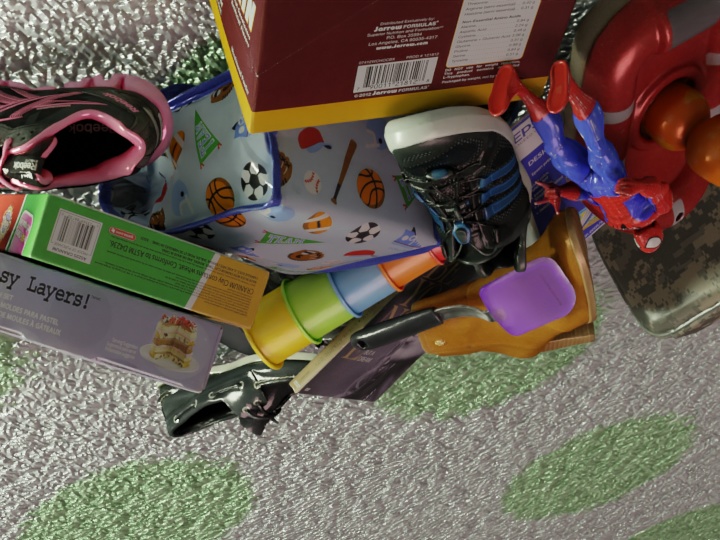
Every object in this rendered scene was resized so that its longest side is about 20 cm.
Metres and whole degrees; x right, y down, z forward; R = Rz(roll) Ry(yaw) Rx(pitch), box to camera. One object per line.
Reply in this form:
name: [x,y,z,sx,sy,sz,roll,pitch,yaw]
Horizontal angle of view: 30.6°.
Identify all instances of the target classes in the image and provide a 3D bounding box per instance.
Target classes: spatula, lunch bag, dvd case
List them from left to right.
lunch bag: [-0.066,-0.063,0.930,0.169,0.126,0.199,14,158,-41]
dvd case: [0.045,0.038,1.110,0.200,0.016,0.148,-46,155,14]
spatula: [0.070,0.035,0.994,0.198,0.021,0.057,-16,126,38]
lunch bag: [0.324,-0.039,1.161,0.199,0.141,0.167,-39,161,32]

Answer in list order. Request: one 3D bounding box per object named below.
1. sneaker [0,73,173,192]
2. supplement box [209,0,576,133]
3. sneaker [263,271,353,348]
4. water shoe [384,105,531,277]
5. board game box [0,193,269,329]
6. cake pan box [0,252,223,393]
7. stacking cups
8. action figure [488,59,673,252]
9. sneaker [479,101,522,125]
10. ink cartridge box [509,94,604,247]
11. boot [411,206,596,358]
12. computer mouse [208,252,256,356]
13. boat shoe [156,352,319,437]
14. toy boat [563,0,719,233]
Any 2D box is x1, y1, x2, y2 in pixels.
sneaker: [-0.219,-0.078,0.831,0.197,0.096,0.080,-9,115,-2]
supplement box: [0.020,-0.205,0.756,0.194,0.134,0.201,-9,147,-16]
sneaker: [-0.017,0.048,1.141,0.198,0.075,0.083,3,126,-40]
water shoe: [0.075,-0.047,0.857,0.071,0.080,0.200,-11,164,22]
board game box: [-0.167,-0.009,0.898,0.151,0.041,0.199,20,175,-24]
cake pan box: [-0.200,0.028,0.892,0.197,0.053,0.184,19,173,-10]
stacking cups: [0.000,0.000,1.012,0.199,0.061,0.060,-33,145,15]
action figure: [0.150,-0.062,0.842,0.065,0.052,0.199,-3,155,36]
sneaker: [0.077,-0.097,1.019,0.072,0.072,0.201,-19,153,-41]
ink cartridge box: [0.186,-0.118,1.001,0.197,0.047,0.201,-40,145,-6]
boot: [0.109,0.022,1.021,0.142,0.072,0.202,-8,153,7]
computer mouse: [-0.128,0.050,1.143,0.139,0.046,0.200,-29,146,14]
boat shoe: [-0.101,0.115,1.176,0.197,0.067,0.074,-9,161,26]
toy boat: [0.219,-0.100,0.896,0.130,0.131,0.201,-30,145,-19]
